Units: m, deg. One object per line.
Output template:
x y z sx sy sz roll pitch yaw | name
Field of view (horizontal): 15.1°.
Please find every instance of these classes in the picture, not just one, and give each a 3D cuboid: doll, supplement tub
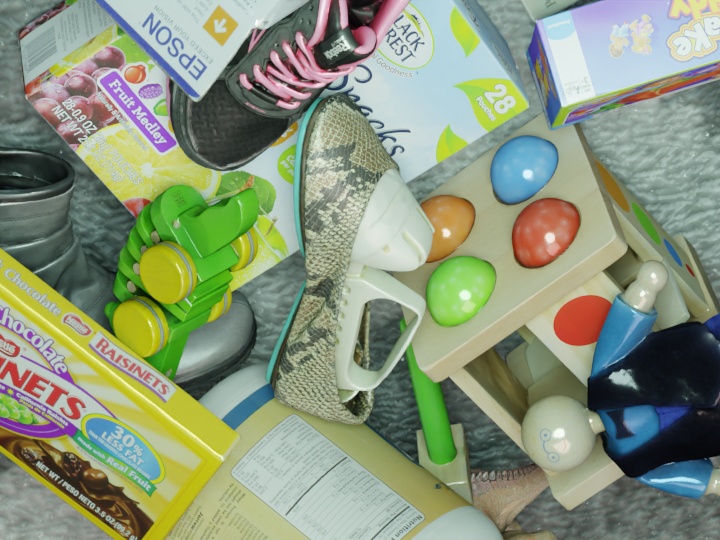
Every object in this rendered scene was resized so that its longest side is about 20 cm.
0.173 0.055 1.371 0.199 0.048 0.137 -19 109 21 | doll
-0.014 0.159 1.449 0.145 0.200 0.145 -43 157 -24 | supplement tub

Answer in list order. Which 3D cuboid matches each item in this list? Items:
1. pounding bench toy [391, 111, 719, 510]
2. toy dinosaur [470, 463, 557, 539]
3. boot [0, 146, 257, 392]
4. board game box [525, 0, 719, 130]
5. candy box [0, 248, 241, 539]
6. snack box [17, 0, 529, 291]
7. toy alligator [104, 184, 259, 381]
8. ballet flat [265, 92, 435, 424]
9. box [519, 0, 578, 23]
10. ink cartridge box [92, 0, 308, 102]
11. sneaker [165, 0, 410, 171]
0.075 0.035 1.459 0.200 0.124 0.156 -36 127 16 | pounding bench toy
0.036 0.153 1.575 0.200 0.086 0.136 -39 119 11 | toy dinosaur
-0.151 -0.001 1.415 0.199 0.070 0.132 -4 128 -9 | boot
0.185 -0.125 1.355 0.199 0.134 0.045 -17 88 1 | board game box
-0.163 0.056 1.374 0.200 0.026 0.102 38 130 0 | candy box
-0.043 -0.101 1.363 0.200 0.068 0.169 -33 127 12 | snack box
-0.105 0.017 1.376 0.059 0.054 0.200 -29 157 -44 | toy alligator
0.000 0.000 1.364 0.075 0.068 0.201 23 133 15 | ballet flat
0.143 -0.216 1.306 0.200 0.078 0.095 -30 129 11 | box
-0.076 -0.213 1.205 0.200 0.200 0.041 -52 164 26 | ink cartridge box
-0.023 -0.115 1.255 0.079 0.096 0.200 25 119 -26 | sneaker
